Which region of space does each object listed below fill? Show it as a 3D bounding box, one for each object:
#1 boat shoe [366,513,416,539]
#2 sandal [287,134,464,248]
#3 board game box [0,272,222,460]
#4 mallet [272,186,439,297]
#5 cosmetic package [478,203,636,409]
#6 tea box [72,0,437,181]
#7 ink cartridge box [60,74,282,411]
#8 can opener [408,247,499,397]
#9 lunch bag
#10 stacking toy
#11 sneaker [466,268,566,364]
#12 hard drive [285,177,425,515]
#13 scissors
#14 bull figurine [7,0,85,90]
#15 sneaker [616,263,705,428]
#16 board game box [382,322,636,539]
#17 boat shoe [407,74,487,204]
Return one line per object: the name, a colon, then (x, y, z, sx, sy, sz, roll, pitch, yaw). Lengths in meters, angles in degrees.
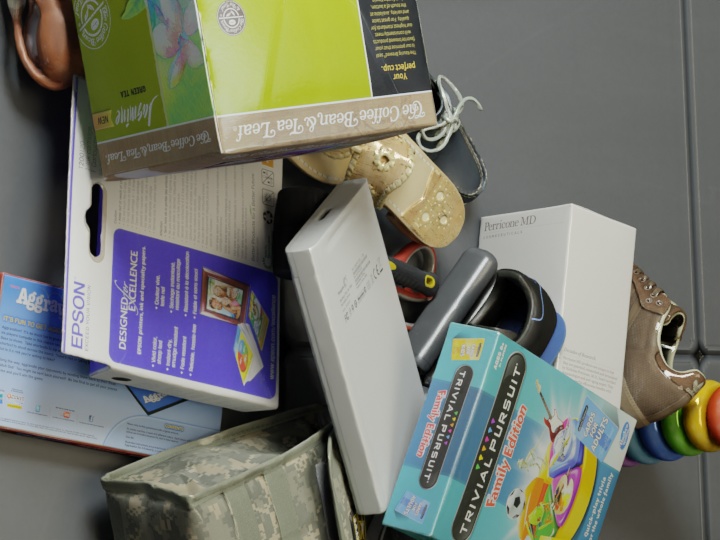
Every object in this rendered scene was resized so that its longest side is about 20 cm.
boat shoe: (0.057, 0.194, 1.659, 0.070, 0.066, 0.201, 40, 60, -33)
sandal: (0.024, -0.078, 1.603, 0.212, 0.070, 0.078, 37, 78, -40)
board game box: (-0.175, 0.072, 1.488, 0.199, 0.019, 0.103, 16, 76, -41)
mallet: (0.000, 0.000, 1.600, 0.200, 0.041, 0.066, 32, 61, -51)
cosmetic package: (0.150, 0.056, 1.734, 0.085, 0.107, 0.201, 16, 73, -40)
tea box: (-0.074, -0.172, 1.443, 0.199, 0.133, 0.198, -10, 90, -43)
ink cartridge box: (-0.137, -0.015, 1.497, 0.200, 0.043, 0.199, 19, 65, -44)
can opener: (0.063, 0.075, 1.669, 0.200, 0.067, 0.053, -55, 137, -19)
lunch bag: (-0.064, 0.195, 1.508, 0.200, 0.117, 0.165, -21, 108, -44)
stacking toy: (0.272, 0.122, 1.775, 0.085, 0.199, 0.086, 4, 84, -44)
sneaker: (0.090, 0.093, 1.620, 0.078, 0.070, 0.201, 50, 56, -46)
hard drive: (0.002, 0.052, 1.522, 0.132, 0.026, 0.201, -54, 133, -61)
scissors: (0.002, 0.005, 1.638, 0.200, 0.014, 0.074, 10, 87, -54)
bull figurine: (-0.162, -0.193, 1.502, 0.200, 0.065, 0.122, -28, 100, -44)
sneaker: (0.231, 0.038, 1.784, 0.070, 0.075, 0.201, 48, 23, -50)
board game box: (0.112, 0.144, 1.566, 0.200, 0.047, 0.152, 32, 74, -48)
boat shoe: (0.043, -0.125, 1.685, 0.200, 0.062, 0.075, 51, 52, -27)
